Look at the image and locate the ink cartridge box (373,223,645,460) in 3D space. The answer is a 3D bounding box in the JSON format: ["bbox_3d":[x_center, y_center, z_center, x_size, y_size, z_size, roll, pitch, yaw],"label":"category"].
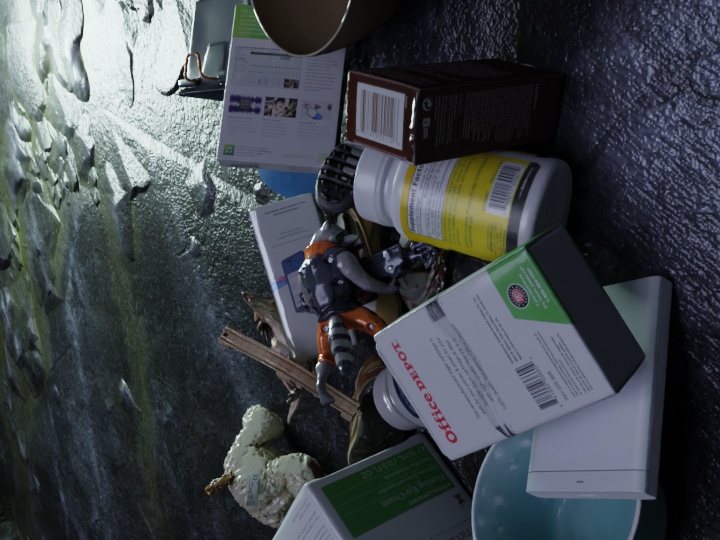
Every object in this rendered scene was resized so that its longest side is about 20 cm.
[{"bbox_3d":[0.131,0.070,0.816,0.200,0.084,0.146,-33,88,40],"label":"ink cartridge box"}]

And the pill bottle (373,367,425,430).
[{"bbox_3d":[0.100,0.114,1.004,0.200,0.111,0.111,-39,71,49],"label":"pill bottle"}]

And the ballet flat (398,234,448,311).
[{"bbox_3d":[0.068,-0.024,1.038,0.076,0.064,0.200,35,127,41],"label":"ballet flat"}]

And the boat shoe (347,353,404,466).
[{"bbox_3d":[0.022,0.191,1.170,0.074,0.075,0.200,-102,17,-47],"label":"boat shoe"}]

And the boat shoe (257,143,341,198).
[{"bbox_3d":[-0.056,-0.132,1.162,0.200,0.069,0.084,16,127,43],"label":"boat shoe"}]

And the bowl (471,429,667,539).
[{"bbox_3d":[0.217,0.236,0.866,0.201,0.105,0.201,-33,43,38],"label":"bowl"}]

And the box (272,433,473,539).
[{"bbox_3d":[0.020,0.350,1.108,0.171,0.199,0.200,52,137,26],"label":"box"}]

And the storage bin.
[{"bbox_3d":[-0.164,-0.302,1.193,0.200,0.145,0.135,8,97,50],"label":"storage bin"}]

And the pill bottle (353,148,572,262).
[{"bbox_3d":[0.101,-0.076,0.895,0.200,0.114,0.115,17,116,28],"label":"pill bottle"}]

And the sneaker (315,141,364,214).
[{"bbox_3d":[0.005,-0.117,1.013,0.066,0.200,0.091,20,140,10],"label":"sneaker"}]

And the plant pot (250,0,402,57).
[{"bbox_3d":[-0.019,-0.343,0.986,0.200,0.134,0.201,19,116,46],"label":"plant pot"}]

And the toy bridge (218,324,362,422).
[{"bbox_3d":[-0.084,0.124,1.073,0.200,0.027,0.067,30,168,8],"label":"toy bridge"}]

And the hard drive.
[{"bbox_3d":[0.223,0.110,0.826,0.132,0.027,0.200,-17,53,50],"label":"hard drive"}]

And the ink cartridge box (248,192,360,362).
[{"bbox_3d":[-0.068,0.012,1.151,0.145,0.087,0.200,52,-157,-86],"label":"ink cartridge box"}]

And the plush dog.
[{"bbox_3d":[-0.148,0.339,1.384,0.200,0.160,0.172,40,157,39],"label":"plush dog"}]

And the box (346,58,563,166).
[{"bbox_3d":[0.092,-0.158,0.853,0.100,0.200,0.075,27,124,45],"label":"box"}]

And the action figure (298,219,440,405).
[{"bbox_3d":[-0.003,0.025,0.980,0.200,0.105,0.194,-32,63,27],"label":"action figure"}]

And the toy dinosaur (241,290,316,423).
[{"bbox_3d":[-0.104,0.119,1.293,0.136,0.086,0.200,39,143,47],"label":"toy dinosaur"}]

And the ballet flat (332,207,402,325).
[{"bbox_3d":[0.000,0.000,1.098,0.069,0.063,0.200,-35,60,47],"label":"ballet flat"}]

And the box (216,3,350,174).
[{"bbox_3d":[-0.090,-0.220,1.073,0.036,0.144,0.200,68,-152,-82],"label":"box"}]
